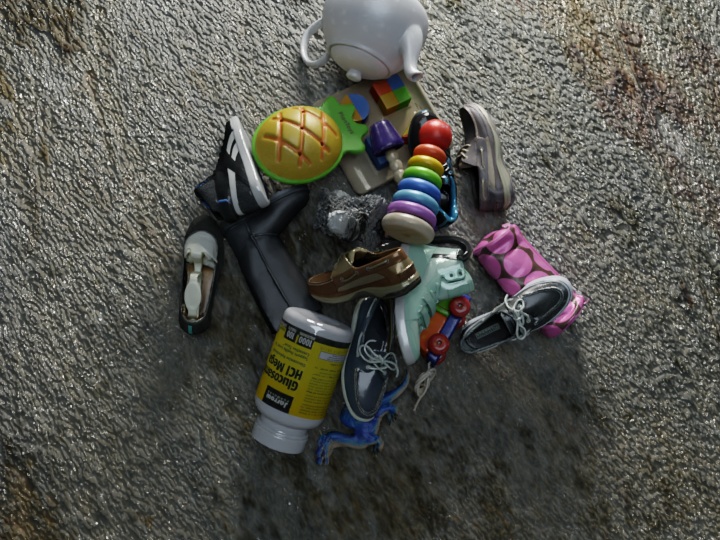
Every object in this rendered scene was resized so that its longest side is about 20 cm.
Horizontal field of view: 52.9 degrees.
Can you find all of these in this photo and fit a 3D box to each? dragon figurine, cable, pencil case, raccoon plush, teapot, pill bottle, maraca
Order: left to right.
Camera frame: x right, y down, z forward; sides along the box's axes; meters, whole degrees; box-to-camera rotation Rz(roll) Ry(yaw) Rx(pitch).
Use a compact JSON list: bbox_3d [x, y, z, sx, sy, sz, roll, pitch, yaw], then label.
[{"bbox_3d":[-0.093,0.166,1.096,0.112,0.112,0.202,19,93,-2],"label":"pill bottle"},{"bbox_3d":[-0.082,-0.215,1.187,0.199,0.107,0.138,-27,80,-19],"label":"maraca"},{"bbox_3d":[-0.041,-0.097,1.137,0.133,0.200,0.098,20,85,23],"label":"raccoon plush"},{"bbox_3d":[0.003,0.225,1.135,0.099,0.059,0.201,29,77,0],"label":"dragon figurine"},{"bbox_3d":[0.009,-0.391,1.225,0.196,0.200,0.147,24,86,-12],"label":"teapot"},{"bbox_3d":[0.087,-0.041,1.230,0.198,0.050,0.098,-4,60,-20],"label":"cable"},{"bbox_3d":[0.283,0.011,1.206,0.200,0.091,0.094,47,111,3],"label":"pencil case"}]

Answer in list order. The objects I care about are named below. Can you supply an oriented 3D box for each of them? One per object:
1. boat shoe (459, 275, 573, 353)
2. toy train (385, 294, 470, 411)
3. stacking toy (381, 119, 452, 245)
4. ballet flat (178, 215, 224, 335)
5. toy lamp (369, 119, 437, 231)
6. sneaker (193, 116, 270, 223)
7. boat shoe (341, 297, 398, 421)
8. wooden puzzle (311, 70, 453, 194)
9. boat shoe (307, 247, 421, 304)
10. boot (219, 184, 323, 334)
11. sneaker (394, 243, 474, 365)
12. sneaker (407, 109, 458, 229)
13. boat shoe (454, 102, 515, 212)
[{"bbox_3d":[0.244,0.074,1.148,0.198,0.068,0.074,-25,92,19],"label":"boat shoe"},{"bbox_3d":[0.087,0.109,1.164,0.115,0.085,0.201,29,74,11],"label":"toy train"},{"bbox_3d":[0.100,-0.146,1.132,0.085,0.085,0.202,19,75,-2],"label":"stacking toy"},{"bbox_3d":[-0.254,0.001,1.153,0.067,0.068,0.202,2,76,-5],"label":"ballet flat"},{"bbox_3d":[0.066,-0.150,1.191,0.058,0.058,0.202,-19,85,-11],"label":"toy lamp"},{"bbox_3d":[-0.224,-0.165,1.176,0.111,0.073,0.201,-23,53,2],"label":"sneaker"},{"bbox_3d":[0.021,0.128,1.110,0.074,0.062,0.202,23,60,-23],"label":"boat shoe"},{"bbox_3d":[0.040,-0.254,1.260,0.199,0.046,0.186,-28,82,-12],"label":"wooden puzzle"},{"bbox_3d":[0.000,0.000,1.092,0.076,0.199,0.074,-41,116,-48],"label":"boat shoe"},{"bbox_3d":[-0.115,-0.019,1.175,0.164,0.066,0.201,-28,79,-4],"label":"boot"},{"bbox_3d":[0.115,0.047,1.106,0.117,0.074,0.202,0,62,10],"label":"sneaker"},{"bbox_3d":[0.132,-0.171,1.210,0.073,0.082,0.202,-12,95,-16],"label":"sneaker"},{"bbox_3d":[0.204,-0.195,1.251,0.073,0.075,0.202,-15,78,-10],"label":"boat shoe"}]
